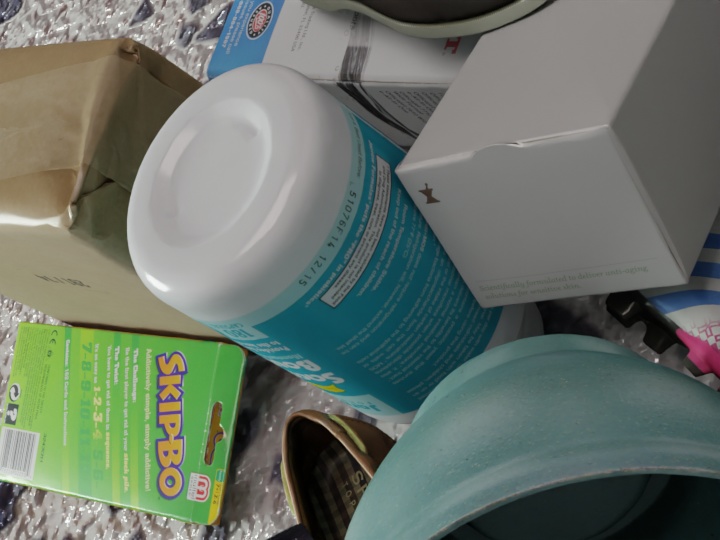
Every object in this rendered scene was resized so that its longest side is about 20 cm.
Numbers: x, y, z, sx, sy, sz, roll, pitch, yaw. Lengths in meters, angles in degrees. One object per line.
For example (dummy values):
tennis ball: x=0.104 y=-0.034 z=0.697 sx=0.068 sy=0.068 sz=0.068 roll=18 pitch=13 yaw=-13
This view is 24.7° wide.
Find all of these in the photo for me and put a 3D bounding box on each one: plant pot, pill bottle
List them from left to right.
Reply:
pill bottle: x=0.000 y=0.000 z=0.734 sx=0.110 sy=0.200 sz=0.111 roll=-22 pitch=53 yaw=32
plant pot: x=0.081 y=0.109 z=0.620 sx=0.200 sy=0.200 sz=0.134 roll=-39 pitch=28 yaw=19

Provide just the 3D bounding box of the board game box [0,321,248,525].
board game box: x=-0.133 y=0.083 z=0.921 sx=0.199 sy=0.030 sz=0.096 roll=3 pitch=81 yaw=46

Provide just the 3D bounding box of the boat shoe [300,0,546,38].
boat shoe: x=0.016 y=-0.156 z=0.767 sx=0.072 sy=0.061 sz=0.201 roll=-49 pitch=35 yaw=-18

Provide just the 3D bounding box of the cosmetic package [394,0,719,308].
cosmetic package: x=0.111 y=-0.084 z=0.714 sx=0.107 sy=0.085 sz=0.200 roll=-7 pitch=39 yaw=40

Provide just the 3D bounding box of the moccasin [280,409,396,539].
moccasin: x=0.012 y=0.141 z=0.730 sx=0.074 sy=0.078 sz=0.202 roll=-36 pitch=47 yaw=19

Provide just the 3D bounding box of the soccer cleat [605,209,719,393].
soccer cleat: x=0.168 y=0.017 z=0.667 sx=0.086 sy=0.070 sz=0.200 roll=-48 pitch=45 yaw=3

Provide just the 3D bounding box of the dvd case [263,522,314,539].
dvd case: x=-0.041 y=0.214 z=0.645 sx=0.148 sy=0.016 sz=0.200 roll=-25 pitch=59 yaw=-16

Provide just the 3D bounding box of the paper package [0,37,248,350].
paper package: x=-0.133 y=-0.034 z=0.880 sx=0.199 sy=0.190 sz=0.104 roll=3 pitch=69 yaw=43

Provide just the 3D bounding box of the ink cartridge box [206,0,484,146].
ink cartridge box: x=0.032 y=-0.146 z=0.872 sx=0.199 sy=0.084 sz=0.146 roll=9 pitch=72 yaw=45
